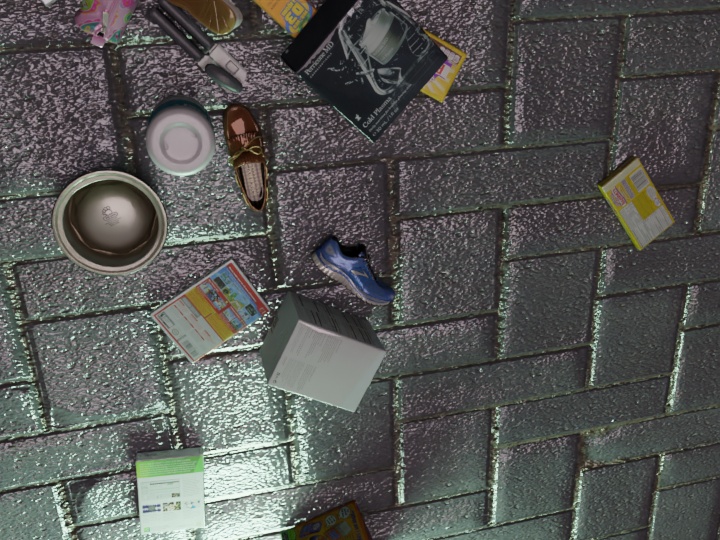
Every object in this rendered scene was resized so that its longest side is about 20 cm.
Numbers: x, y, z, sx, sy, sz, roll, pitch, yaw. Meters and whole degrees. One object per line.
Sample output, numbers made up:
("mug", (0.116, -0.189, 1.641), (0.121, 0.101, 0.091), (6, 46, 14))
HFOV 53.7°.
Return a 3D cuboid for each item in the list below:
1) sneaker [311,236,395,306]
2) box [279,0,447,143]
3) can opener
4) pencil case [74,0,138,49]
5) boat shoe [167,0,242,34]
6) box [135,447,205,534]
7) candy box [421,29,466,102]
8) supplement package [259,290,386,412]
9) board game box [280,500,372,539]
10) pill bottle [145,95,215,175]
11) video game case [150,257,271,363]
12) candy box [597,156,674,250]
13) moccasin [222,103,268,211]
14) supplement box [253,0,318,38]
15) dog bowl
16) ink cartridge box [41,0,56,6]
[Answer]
("sneaker", (0.000, 0.000, 1.466), (0.200, 0.079, 0.089), (34, 102, -24))
("box", (0.006, -0.369, 1.233), (0.196, 0.124, 0.200), (36, 101, -33))
("can opener", (-0.279, -0.389, 1.238), (0.053, 0.067, 0.200), (-46, 116, 6))
("pencil case", (-0.390, -0.464, 1.152), (0.087, 0.088, 0.200), (28, 113, -23))
("boat shoe", (-0.286, -0.477, 1.204), (0.200, 0.069, 0.071), (42, 118, -6))
("box", (-0.419, 0.489, 1.579), (0.144, 0.036, 0.201), (-2, 113, -14))
("candy box", (0.094, -0.408, 1.345), (0.199, 0.026, 0.103), (22, 108, -21))
("supplement package", (-0.081, 0.166, 1.471), (0.199, 0.151, 0.152), (22, 104, -21))
("board game box", (-0.051, 0.714, 1.676), (0.199, 0.200, 0.201), (-22, 115, -5))
("pill bottle", (-0.308, -0.237, 1.219), (0.110, 0.200, 0.111), (-5, 112, -12))
("video game case", (-0.304, 0.083, 1.452), (0.200, 0.017, 0.143), (-34, 116, 1))
("candy box", (0.620, -0.149, 1.597), (0.102, 0.026, 0.200), (-38, 116, 5))
("moccasin", (-0.212, -0.208, 1.324), (0.073, 0.078, 0.202), (-8, 113, -11))
("supplement box", (-0.133, -0.467, 1.246), (0.200, 0.069, 0.067), (36, 101, -27))
("dog bowl", (-0.455, -0.095, 1.309), (0.199, 0.074, 0.201), (-5, 113, -12))
("ink cartridge box", (-0.518, -0.542, 1.128), (0.119, 0.042, 0.200), (-35, 119, 0))
